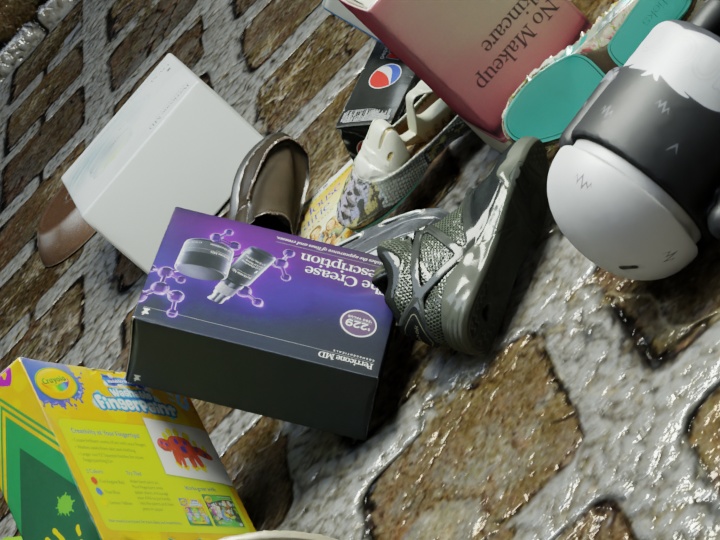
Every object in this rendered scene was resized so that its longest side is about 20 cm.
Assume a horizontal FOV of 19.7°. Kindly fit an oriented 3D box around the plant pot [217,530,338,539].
[{"bbox_3d":[-0.050,0.293,1.239,0.200,0.200,0.184,-41,34,19],"label":"plant pot"}]

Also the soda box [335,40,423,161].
[{"bbox_3d":[0.047,-0.182,1.966,0.063,0.071,0.201,0,47,30],"label":"soda box"}]

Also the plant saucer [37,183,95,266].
[{"bbox_3d":[-0.362,-0.095,2.705,0.200,0.037,0.201,-41,21,20],"label":"plant saucer"}]

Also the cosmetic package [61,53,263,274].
[{"bbox_3d":[-0.224,-0.122,2.356,0.200,0.123,0.200,-49,22,1],"label":"cosmetic package"}]

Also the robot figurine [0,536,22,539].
[{"bbox_3d":[-0.291,0.309,1.759,0.175,0.116,0.201,-28,28,26],"label":"robot figurine"}]

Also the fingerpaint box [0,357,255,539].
[{"bbox_3d":[-0.190,0.163,1.609,0.073,0.199,0.168,-40,64,22],"label":"fingerpaint box"}]

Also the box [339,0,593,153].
[{"bbox_3d":[0.099,-0.206,1.739,0.128,0.200,0.109,-49,21,0],"label":"box"}]

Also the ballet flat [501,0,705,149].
[{"bbox_3d":[0.202,-0.167,1.678,0.200,0.076,0.064,-39,-8,15],"label":"ballet flat"}]

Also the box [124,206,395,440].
[{"bbox_3d":[-0.074,0.041,1.660,0.142,0.198,0.079,-75,-3,-45],"label":"box"}]

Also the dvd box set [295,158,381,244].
[{"bbox_3d":[-0.039,-0.010,1.919,0.146,0.029,0.200,-43,22,17],"label":"dvd box set"}]

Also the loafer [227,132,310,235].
[{"bbox_3d":[-0.083,-0.044,1.935,0.071,0.073,0.201,-16,48,46],"label":"loafer"}]

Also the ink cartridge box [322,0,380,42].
[{"bbox_3d":[0.076,-0.296,1.942,0.201,0.144,0.084,-58,-4,-37],"label":"ink cartridge box"}]

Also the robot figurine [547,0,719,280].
[{"bbox_3d":[0.217,-0.087,1.415,0.200,0.125,0.150,-51,4,-5],"label":"robot figurine"}]

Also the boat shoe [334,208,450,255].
[{"bbox_3d":[0.000,0.000,1.767,0.199,0.072,0.068,-28,31,39],"label":"boat shoe"}]

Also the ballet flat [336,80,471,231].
[{"bbox_3d":[0.044,-0.123,1.843,0.200,0.072,0.072,-42,20,-7],"label":"ballet flat"}]

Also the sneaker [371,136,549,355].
[{"bbox_3d":[0.076,-0.028,1.617,0.113,0.076,0.201,8,58,31],"label":"sneaker"}]
